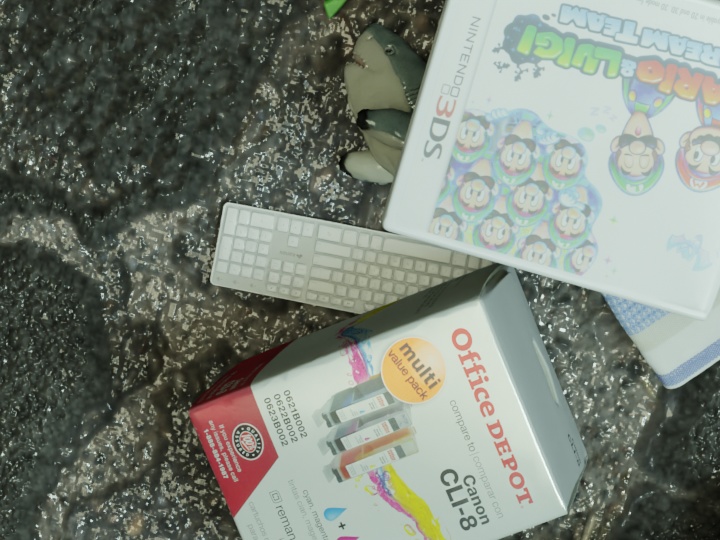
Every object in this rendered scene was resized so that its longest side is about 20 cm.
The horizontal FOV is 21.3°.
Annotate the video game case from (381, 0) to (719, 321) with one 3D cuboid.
[{"bbox_3d":[0.130,-0.080,1.083,0.199,0.024,0.183,16,111,-2],"label":"video game case"}]

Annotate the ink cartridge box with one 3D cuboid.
[{"bbox_3d":[0.024,0.101,1.202,0.199,0.145,0.146,-22,94,14],"label":"ink cartridge box"}]

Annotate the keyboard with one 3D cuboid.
[{"bbox_3d":[0.000,0.000,1.271,0.199,0.011,0.057,11,97,9],"label":"keyboard"}]

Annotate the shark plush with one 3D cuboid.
[{"bbox_3d":[0.075,-0.082,1.224,0.199,0.091,0.084,25,69,12],"label":"shark plush"}]

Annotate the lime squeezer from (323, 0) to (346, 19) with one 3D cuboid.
[{"bbox_3d":[0.061,-0.225,1.224,0.199,0.038,0.071,-16,92,11],"label":"lime squeezer"}]

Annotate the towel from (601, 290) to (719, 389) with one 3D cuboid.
[{"bbox_3d":[0.201,-0.034,1.167,0.147,0.024,0.200,-36,119,1],"label":"towel"}]
